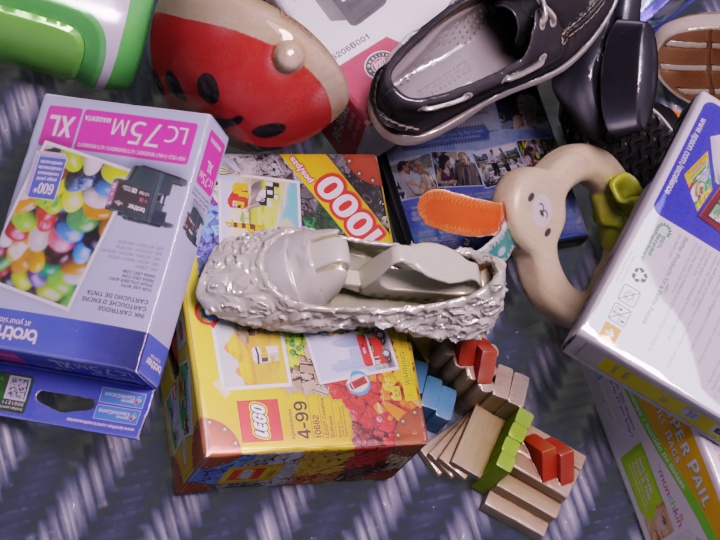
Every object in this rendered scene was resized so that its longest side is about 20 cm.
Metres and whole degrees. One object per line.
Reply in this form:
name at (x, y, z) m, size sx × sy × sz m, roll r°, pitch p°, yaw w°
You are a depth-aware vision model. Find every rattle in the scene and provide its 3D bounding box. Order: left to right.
rattle at (0.154, -0.022, 1.279) m, size 0.199 × 0.142 × 0.131 m, roll 15°, pitch 95°, yaw -47°

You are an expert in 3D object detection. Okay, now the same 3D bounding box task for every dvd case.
dvd case at (0.069, -0.101, 1.384) m, size 0.141 × 0.018 × 0.202 m, roll -9°, pitch 70°, yaw -23°

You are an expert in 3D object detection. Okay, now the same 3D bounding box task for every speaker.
speaker at (-0.238, -0.178, 1.264) m, size 0.198 × 0.089 × 0.089 m, roll 14°, pitch 62°, yaw -14°

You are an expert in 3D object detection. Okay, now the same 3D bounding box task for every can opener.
can opener at (0.174, -0.183, 1.335) m, size 0.063 × 0.078 × 0.202 m, roll 25°, pitch 66°, yaw -56°

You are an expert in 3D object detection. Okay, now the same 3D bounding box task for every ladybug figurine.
ladybug figurine at (-0.078, -0.124, 1.249) m, size 0.135 × 0.200 × 0.072 m, roll 34°, pitch 82°, yaw -14°

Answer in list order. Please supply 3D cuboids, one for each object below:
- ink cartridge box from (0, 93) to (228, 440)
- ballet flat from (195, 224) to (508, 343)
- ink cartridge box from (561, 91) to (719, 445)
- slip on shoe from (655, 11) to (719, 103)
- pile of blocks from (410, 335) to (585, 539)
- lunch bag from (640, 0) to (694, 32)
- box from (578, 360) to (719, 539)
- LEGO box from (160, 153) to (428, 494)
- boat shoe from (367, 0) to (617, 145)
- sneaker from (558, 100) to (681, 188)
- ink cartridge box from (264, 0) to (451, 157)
ink cartridge box at (-0.163, -0.005, 1.186) m, size 0.118 × 0.042 × 0.202 m, roll 8°, pitch 74°, yaw 20°
ballet flat at (0.000, 0.000, 1.193) m, size 0.198 × 0.072 × 0.072 m, roll 4°, pitch 64°, yaw -19°
ink cartridge box at (0.257, 0.017, 1.247) m, size 0.199 × 0.047 × 0.199 m, roll 32°, pitch 65°, yaw -3°
slip on shoe at (0.304, -0.166, 1.481) m, size 0.198 × 0.077 × 0.061 m, roll -1°, pitch 36°, yaw -16°
pile of blocks at (0.071, 0.081, 1.273) m, size 0.082 × 0.062 × 0.200 m, roll -35°, pitch 81°, yaw -30°
lunch bag at (0.167, -0.247, 1.428) m, size 0.170 × 0.128 × 0.200 m, roll 47°, pitch 60°, yaw 8°
box at (0.238, 0.114, 1.293) m, size 0.100 × 0.113 × 0.202 m, roll -10°, pitch 69°, yaw -25°
LEGO box at (-0.052, 0.031, 1.241) m, size 0.147 × 0.077 × 0.202 m, roll -1°, pitch 67°, yaw -22°
boat shoe at (0.090, -0.154, 1.257) m, size 0.199 × 0.060 × 0.074 m, roll -31°, pitch 78°, yaw -14°
sneaker at (0.236, -0.077, 1.419) m, size 0.199 × 0.070 × 0.090 m, roll 30°, pitch 21°, yaw 11°
ink cartridge box at (-0.002, -0.195, 1.341) m, size 0.145 × 0.083 × 0.201 m, roll -33°, pitch 77°, yaw -17°
